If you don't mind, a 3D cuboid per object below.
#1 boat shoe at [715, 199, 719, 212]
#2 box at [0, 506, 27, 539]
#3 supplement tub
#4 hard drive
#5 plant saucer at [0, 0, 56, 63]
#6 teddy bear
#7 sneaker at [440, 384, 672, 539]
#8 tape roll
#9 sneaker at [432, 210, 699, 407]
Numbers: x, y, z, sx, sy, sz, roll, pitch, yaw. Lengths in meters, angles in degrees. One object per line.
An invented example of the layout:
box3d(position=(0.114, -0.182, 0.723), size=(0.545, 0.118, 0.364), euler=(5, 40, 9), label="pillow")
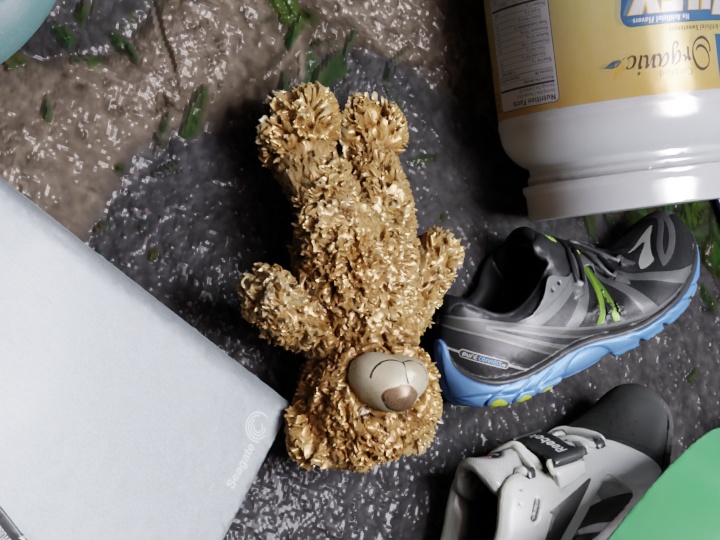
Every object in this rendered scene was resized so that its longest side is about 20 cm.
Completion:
box3d(position=(0.243, -0.072, 1.109), size=(0.068, 0.084, 0.201), euler=(-35, 105, -29), label="boat shoe")
box3d(position=(-0.186, 0.192, 0.753), size=(0.164, 0.086, 0.201), euler=(-41, 111, -18), label="box")
box3d(position=(0.142, -0.134, 0.999), size=(0.143, 0.144, 0.203), euler=(-8, 91, -36), label="supplement tub")
box3d(position=(-0.139, 0.069, 0.849), size=(0.200, 0.033, 0.141), euler=(40, 65, -27), label="hard drive")
box3d(position=(-0.210, -0.183, 0.815), size=(0.198, 0.036, 0.203), euler=(4, 84, -35), label="plant saucer")
box3d(position=(0.000, 0.000, 0.917), size=(0.144, 0.066, 0.202), euler=(28, 59, -45), label="teddy bear")
box3d(position=(0.099, 0.121, 0.985), size=(0.200, 0.074, 0.089), euler=(-49, 116, -29), label="sneaker")
box3d(position=(0.157, 0.180, 0.968), size=(0.200, 0.048, 0.201), euler=(-45, 156, -26), label="tape roll")
box3d(position=(0.120, 0.008, 1.018), size=(0.198, 0.070, 0.084), euler=(-26, 107, -31), label="sneaker")
